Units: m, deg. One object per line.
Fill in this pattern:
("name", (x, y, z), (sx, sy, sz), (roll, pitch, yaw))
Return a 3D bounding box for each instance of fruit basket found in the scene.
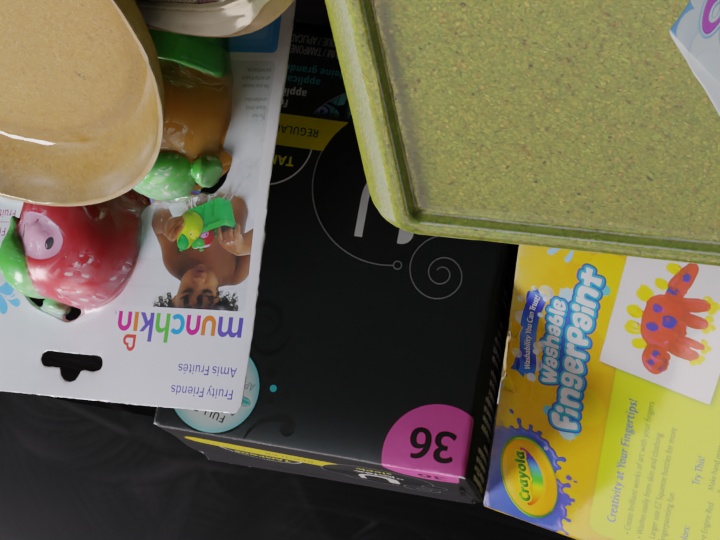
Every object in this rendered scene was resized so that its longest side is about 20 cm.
("fruit basket", (-0.115, -0.046, 0.820), (0.185, 0.200, 0.094), (3, 168, 35))

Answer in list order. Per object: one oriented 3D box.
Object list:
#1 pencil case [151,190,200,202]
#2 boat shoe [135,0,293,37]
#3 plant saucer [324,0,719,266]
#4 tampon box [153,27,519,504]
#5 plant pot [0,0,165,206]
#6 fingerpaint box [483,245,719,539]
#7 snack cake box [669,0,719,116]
("pencil case", (-0.155, -0.051, 1.144), (0.200, 0.078, 0.087), (8, 168, 14))
("boat shoe", (-0.113, -0.133, 0.740), (0.200, 0.072, 0.065), (10, 151, 32))
("plant saucer", (0.074, -0.071, 0.673), (0.199, 0.048, 0.200), (7, 139, 20))
("tampon box", (0.000, 0.000, 0.942), (0.150, 0.200, 0.126), (8, 169, 9))
("plant pot", (-0.157, -0.101, 0.726), (0.200, 0.028, 0.200), (20, 147, 14))
("fingerpaint box", (0.154, 0.045, 0.902), (0.167, 0.073, 0.200), (17, 130, 18))
("snack cake box", (0.210, -0.069, 0.594), (0.200, 0.067, 0.115), (17, 123, -32))
